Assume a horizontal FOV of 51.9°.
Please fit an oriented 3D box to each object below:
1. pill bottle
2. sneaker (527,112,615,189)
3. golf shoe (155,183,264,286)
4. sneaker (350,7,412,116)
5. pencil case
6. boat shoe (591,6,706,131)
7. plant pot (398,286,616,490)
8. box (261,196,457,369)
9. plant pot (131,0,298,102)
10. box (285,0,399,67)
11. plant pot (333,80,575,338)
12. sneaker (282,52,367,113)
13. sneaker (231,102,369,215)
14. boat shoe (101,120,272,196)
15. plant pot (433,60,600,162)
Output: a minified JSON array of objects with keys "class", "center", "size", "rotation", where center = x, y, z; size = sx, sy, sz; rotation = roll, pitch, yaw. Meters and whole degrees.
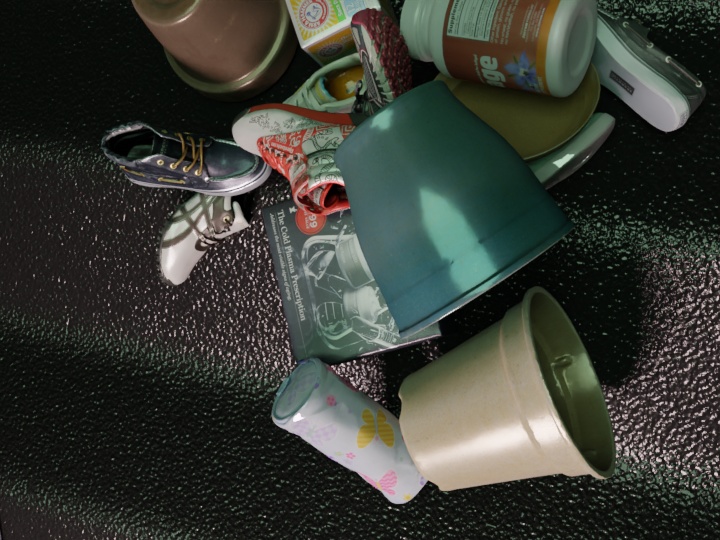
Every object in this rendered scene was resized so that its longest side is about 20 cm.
[{"class":"pill bottle","center":[0.146,-0.260,0.807],"size":[0.197,0.112,0.114],"rotation":[20,94,32]},{"class":"sneaker","center":[0.182,-0.145,0.847],"size":[0.199,0.074,0.119],"rotation":[-34,75,13]},{"class":"golf shoe","center":[-0.196,-0.061,0.967],"size":[0.093,0.078,0.203],"rotation":[28,98,17]},{"class":"sneaker","center":[0.021,-0.200,0.846],"size":[0.073,0.202,0.082],"rotation":[0,48,20]},{"class":"pencil case","center":[-0.007,0.185,0.843],"size":[0.199,0.084,0.090],"rotation":[38,145,-20]},{"class":"boat shoe","center":[0.298,-0.243,0.820],"size":[0.066,0.070,0.200],"rotation":[-38,69,-10]},{"class":"plant pot","center":[0.147,0.146,0.799],"size":[0.181,0.199,0.204],"rotation":[-26,80,27]},{"class":"box","center":[0.000,0.000,0.885],"size":[0.179,0.104,0.204],"rotation":[-16,83,16]},{"class":"plant pot","center":[-0.195,-0.331,0.928],"size":[0.196,0.174,0.205],"rotation":[0,89,18]},{"class":"box","center":[-0.039,-0.369,0.914],"size":[0.111,0.101,0.204],"rotation":[-22,81,16]},{"class":"plant pot","center":[0.074,-0.069,0.721],"size":[0.198,0.200,0.190],"rotation":[-33,88,14]},{"class":"sneaker","center":[-0.057,-0.206,0.925],"size":[0.198,0.081,0.077],"rotation":[-33,80,16]},{"class":"sneaker","center":[-0.074,-0.124,0.833],"size":[0.197,0.068,0.110],"rotation":[7,60,20]},{"class":"boat shoe","center":[-0.211,-0.137,0.901],"size":[0.196,0.091,0.072],"rotation":[0,79,8]},{"class":"plant pot","center":[0.168,-0.187,0.834],"size":[0.196,0.028,0.203],"rotation":[-11,52,14]}]
